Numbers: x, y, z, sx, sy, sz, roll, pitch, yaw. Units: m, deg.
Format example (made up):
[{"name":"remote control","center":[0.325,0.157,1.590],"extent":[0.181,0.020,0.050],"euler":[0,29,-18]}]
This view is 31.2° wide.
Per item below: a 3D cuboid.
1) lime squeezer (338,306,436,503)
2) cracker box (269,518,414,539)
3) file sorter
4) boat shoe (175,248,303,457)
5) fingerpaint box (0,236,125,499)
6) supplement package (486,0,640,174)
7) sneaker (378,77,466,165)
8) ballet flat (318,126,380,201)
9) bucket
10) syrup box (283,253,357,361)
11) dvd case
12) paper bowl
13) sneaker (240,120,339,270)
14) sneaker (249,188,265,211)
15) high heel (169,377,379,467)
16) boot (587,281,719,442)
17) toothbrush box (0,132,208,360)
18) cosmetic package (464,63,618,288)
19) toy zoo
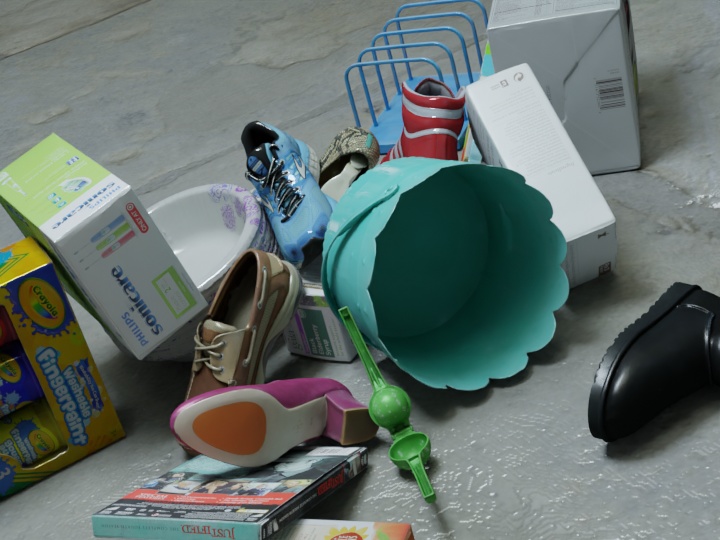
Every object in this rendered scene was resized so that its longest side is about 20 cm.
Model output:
[{"name":"lime squeezer","center":[0.024,0.122,1.066],"extent":[0.038,0.071,0.200],"euler":[-35,51,13]},{"name":"cracker box","center":[-0.068,0.243,0.933],"extent":[0.199,0.058,0.134],"euler":[-2,31,23]},{"name":"file sorter","center":[0.080,-0.250,1.641],"extent":[0.138,0.123,0.200],"euler":[-1,33,26]},{"name":"boat shoe","center":[-0.123,0.070,1.174],"extent":[0.075,0.072,0.201],"euler":[8,68,36]},{"name":"fingerpaint box","center":[-0.328,0.098,1.166],"extent":[0.166,0.201,0.073],"euler":[-26,32,-19]},{"name":"supplement package","center":[0.236,-0.236,1.467],"extent":[0.146,0.192,0.200],"euler":[-6,31,15]},{"name":"sneaker","center":[0.063,-0.142,1.347],"extent":[0.071,0.113,0.200],"euler":[1,6,-13]},{"name":"ballet flat","center":[-0.049,-0.061,1.341],"extent":[0.200,0.068,0.075],"euler":[-52,14,22]},{"name":"bucket","center":[0.069,-0.005,1.152],"extent":[0.207,0.208,0.135],"euler":[-26,20,-17]},{"name":"syrup box","center":[0.000,0.000,1.295],"extent":[0.081,0.079,0.200],"euler":[6,36,33]},{"name":"dvd case","center":[-0.097,0.174,1.024],"extent":[0.145,0.022,0.200],"euler":[-2,9,23]},{"name":"paper bowl","center":[-0.170,0.012,1.311],"extent":[0.200,0.105,0.201],"euler":[-20,35,15]},{"name":"sneaker","center":[-0.080,-0.078,1.261],"extent":[0.078,0.090,0.200],"euler":[-42,38,12]},{"name":"sneaker","center":[-0.113,-0.056,1.474],"extent":[0.199,0.076,0.077],"euler":[-20,7,-7]},{"name":"high heel","center":[-0.085,0.116,1.084],"extent":[0.199,0.068,0.096],"euler":[-3,14,-36]},{"name":"boot","center":[0.293,0.081,1.025],"extent":[0.162,0.074,0.198],"euler":[14,40,37]},{"name":"toothbrush box","center":[-0.247,-0.026,1.194],"extent":[0.086,0.146,0.200],"euler":[-38,34,-14]},{"name":"cosmetic package","center":[0.174,-0.089,1.248],"extent":[0.074,0.102,0.201],"euler":[-22,60,0]},{"name":"toy zoo","center":[0.133,-0.164,1.460],"extent":[0.020,0.132,0.200],"euler":[12,34,3]}]
